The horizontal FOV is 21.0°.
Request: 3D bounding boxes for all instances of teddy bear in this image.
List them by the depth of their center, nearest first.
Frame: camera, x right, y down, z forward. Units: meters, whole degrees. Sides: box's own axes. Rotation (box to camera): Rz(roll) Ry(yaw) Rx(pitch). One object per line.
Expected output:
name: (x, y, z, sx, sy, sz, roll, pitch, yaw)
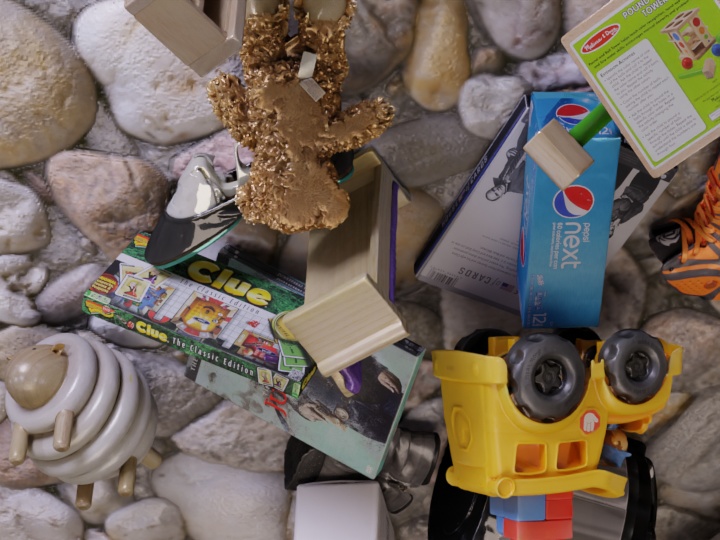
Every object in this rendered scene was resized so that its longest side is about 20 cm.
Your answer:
teddy bear: (-0.050, -0.132, 1.522, 0.144, 0.067, 0.202, -19, 102, -3)

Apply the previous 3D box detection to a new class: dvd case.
dvd case: (0.155, -0.045, 1.653, 0.149, 0.025, 0.201, 20, 127, -18)
dvd case: (-0.052, 0.080, 1.690, 0.199, 0.022, 0.147, 29, 126, 12)

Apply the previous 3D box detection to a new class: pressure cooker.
pressure cooker: (0.178, 0.227, 1.782, 0.198, 0.179, 0.177, 16, 125, -14)

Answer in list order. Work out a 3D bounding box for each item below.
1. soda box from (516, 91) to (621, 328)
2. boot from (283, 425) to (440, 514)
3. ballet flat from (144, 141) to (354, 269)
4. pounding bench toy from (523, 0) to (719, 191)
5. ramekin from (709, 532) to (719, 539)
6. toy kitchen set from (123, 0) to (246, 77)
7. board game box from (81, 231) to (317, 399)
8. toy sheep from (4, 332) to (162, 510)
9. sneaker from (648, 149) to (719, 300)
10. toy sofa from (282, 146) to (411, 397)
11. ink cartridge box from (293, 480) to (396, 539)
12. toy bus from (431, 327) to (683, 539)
soda box: (0.169, -0.047, 1.593, 0.067, 0.065, 0.201, -1, 131, -2)
boot: (0.017, 0.144, 1.789, 0.130, 0.070, 0.201, 12, 140, -16)
ballet flat: (-0.102, -0.074, 1.599, 0.199, 0.068, 0.069, -27, 117, 6)
pounding bench toy: (0.224, -0.150, 1.473, 0.199, 0.156, 0.125, -35, 91, 25)
ramekin: (0.390, 0.338, 1.879, 0.201, 0.203, 0.094, 32, 110, -26)
toy kitchen set: (-0.034, -0.241, 1.378, 0.199, 0.181, 0.163, -31, 126, 27)
board game box: (-0.120, 0.035, 1.611, 0.198, 0.105, 0.024, 21, 126, 11)
toy sheep: (-0.244, 0.130, 1.718, 0.137, 0.139, 0.200, -24, 137, 17)
sneaker: (0.295, -0.044, 1.624, 0.111, 0.078, 0.201, -11, 130, 6)
toy sofa: (0.000, 0.000, 1.571, 0.082, 0.201, 0.098, -28, 120, 19)
ink cartridge box: (-0.009, 0.306, 1.828, 0.084, 0.147, 0.201, -3, 148, 10)
toy bus: (0.170, 0.144, 1.646, 0.198, 0.135, 0.194, -3, 90, -23)
